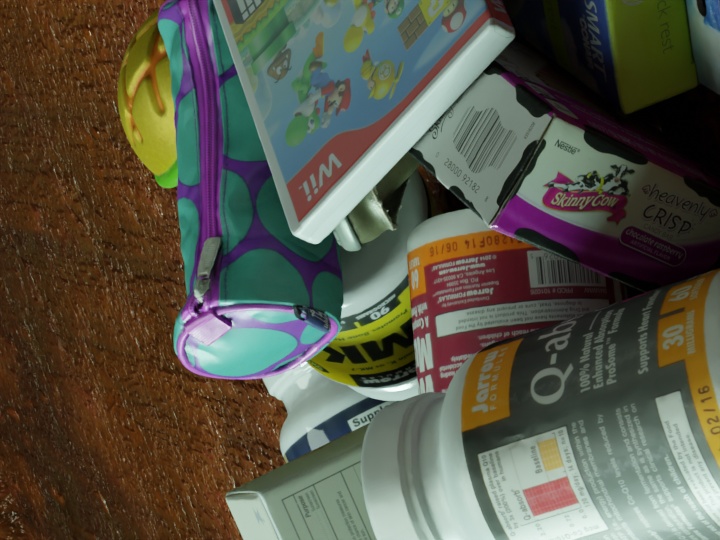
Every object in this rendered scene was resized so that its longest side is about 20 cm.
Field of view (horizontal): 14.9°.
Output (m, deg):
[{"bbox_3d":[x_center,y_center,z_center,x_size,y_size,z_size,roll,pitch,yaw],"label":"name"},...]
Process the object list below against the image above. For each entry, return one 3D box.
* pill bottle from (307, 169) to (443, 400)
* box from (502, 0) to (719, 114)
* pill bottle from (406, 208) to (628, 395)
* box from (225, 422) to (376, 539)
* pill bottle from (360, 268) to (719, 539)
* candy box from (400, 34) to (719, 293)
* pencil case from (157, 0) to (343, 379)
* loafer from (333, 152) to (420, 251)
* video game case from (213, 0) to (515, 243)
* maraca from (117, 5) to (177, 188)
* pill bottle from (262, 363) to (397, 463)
[{"bbox_3d":[0.000,0.000,1.533,0.115,0.114,0.200,59,-178,23],"label":"pill bottle"},{"bbox_3d":[0.092,-0.156,1.253,0.200,0.047,0.122,43,151,54],"label":"box"},{"bbox_3d":[0.084,0.073,1.364,0.110,0.109,0.201,144,122,-72],"label":"pill bottle"},{"bbox_3d":[0.038,0.120,1.497,0.095,0.199,0.078,67,163,-3],"label":"box"},{"bbox_3d":[0.107,0.078,1.226,0.199,0.116,0.117,-20,95,28],"label":"pill bottle"},{"bbox_3d":[0.072,-0.069,1.276,0.061,0.136,0.200,-59,40,11],"label":"candy box"},{"bbox_3d":[-0.058,-0.051,1.406,0.092,0.085,0.201,26,-127,-52],"label":"pencil case"},{"bbox_3d":[0.014,-0.089,1.399,0.201,0.069,0.075,-80,-28,-48],"label":"loafer"},{"bbox_3d":[-0.007,-0.129,1.275,0.143,0.017,0.201,-46,43,27],"label":"video game case"},{"bbox_3d":[-0.103,-0.120,1.767,0.107,0.138,0.200,26,-178,-14],"label":"maraca"},{"bbox_3d":[0.019,0.123,1.700,0.201,0.115,0.116,63,162,13],"label":"pill bottle"}]
